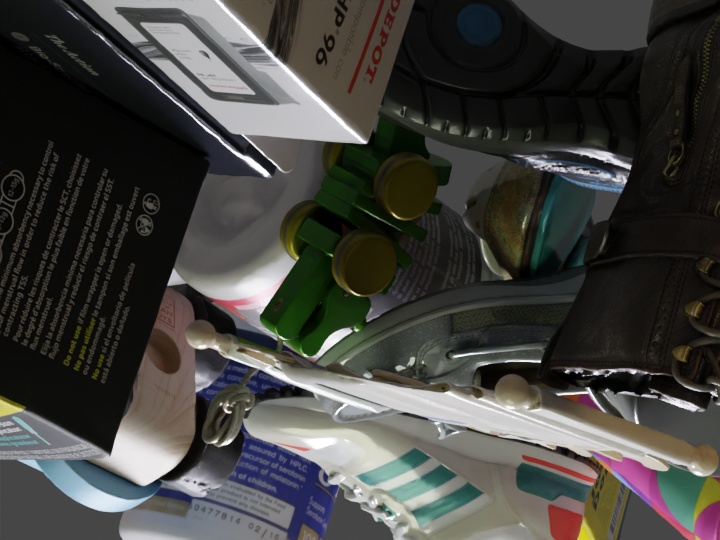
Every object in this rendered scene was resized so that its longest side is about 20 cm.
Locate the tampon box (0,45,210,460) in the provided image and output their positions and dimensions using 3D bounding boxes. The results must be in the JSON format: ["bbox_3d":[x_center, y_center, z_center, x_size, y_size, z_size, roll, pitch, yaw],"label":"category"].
[{"bbox_3d":[-0.192,-0.021,0.803,0.199,0.127,0.149,29,159,-33],"label":"tampon box"}]

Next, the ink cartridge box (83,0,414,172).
[{"bbox_3d":[-0.033,-0.124,0.744,0.067,0.117,0.200,7,160,33],"label":"ink cartridge box"}]

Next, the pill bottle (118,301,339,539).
[{"bbox_3d":[-0.059,0.084,1.248,0.119,0.201,0.120,16,163,5],"label":"pill bottle"}]

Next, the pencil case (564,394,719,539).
[{"bbox_3d":[0.163,0.076,1.105,0.088,0.089,0.200,35,-179,-43],"label":"pencil case"}]

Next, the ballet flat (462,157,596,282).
[{"bbox_3d":[0.085,-0.020,1.034,0.070,0.071,0.200,12,162,18],"label":"ballet flat"}]

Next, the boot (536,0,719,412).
[{"bbox_3d":[0.146,-0.031,0.747,0.069,0.175,0.200,25,162,-21],"label":"boot"}]

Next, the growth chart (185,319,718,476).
[{"bbox_3d":[0.040,0.056,0.880,0.199,0.018,0.144,8,170,43],"label":"growth chart"}]

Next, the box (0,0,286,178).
[{"bbox_3d":[-0.144,-0.134,0.819,0.199,0.118,0.197,7,160,34],"label":"box"}]

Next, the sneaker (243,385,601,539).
[{"bbox_3d":[0.027,0.122,1.121,0.198,0.094,0.070,14,177,-7],"label":"sneaker"}]

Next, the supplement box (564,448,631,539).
[{"bbox_3d":[0.107,0.104,1.299,0.108,0.110,0.200,12,162,18],"label":"supplement box"}]

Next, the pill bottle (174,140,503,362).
[{"bbox_3d":[0.000,0.000,1.090,0.110,0.111,0.200,1,156,43],"label":"pill bottle"}]

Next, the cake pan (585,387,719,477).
[{"bbox_3d":[0.193,0.022,0.896,0.199,0.037,0.201,-12,139,-10],"label":"cake pan"}]

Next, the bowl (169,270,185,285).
[{"bbox_3d":[-0.143,-0.041,1.142,0.200,0.091,0.201,17,162,6],"label":"bowl"}]

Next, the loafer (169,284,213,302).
[{"bbox_3d":[-0.130,0.020,1.364,0.071,0.073,0.200,27,158,6],"label":"loafer"}]

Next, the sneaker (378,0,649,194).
[{"bbox_3d":[0.070,-0.068,0.879,0.199,0.074,0.082,18,161,0],"label":"sneaker"}]

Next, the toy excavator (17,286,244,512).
[{"bbox_3d":[-0.169,0.055,1.114,0.199,0.195,0.100,-31,136,30],"label":"toy excavator"}]

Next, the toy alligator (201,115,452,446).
[{"bbox_3d":[-0.006,0.000,0.970,0.054,0.201,0.059,27,-178,-38],"label":"toy alligator"}]

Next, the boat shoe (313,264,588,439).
[{"bbox_3d":[0.075,0.044,0.998,0.201,0.065,0.075,-12,159,-1],"label":"boat shoe"}]
